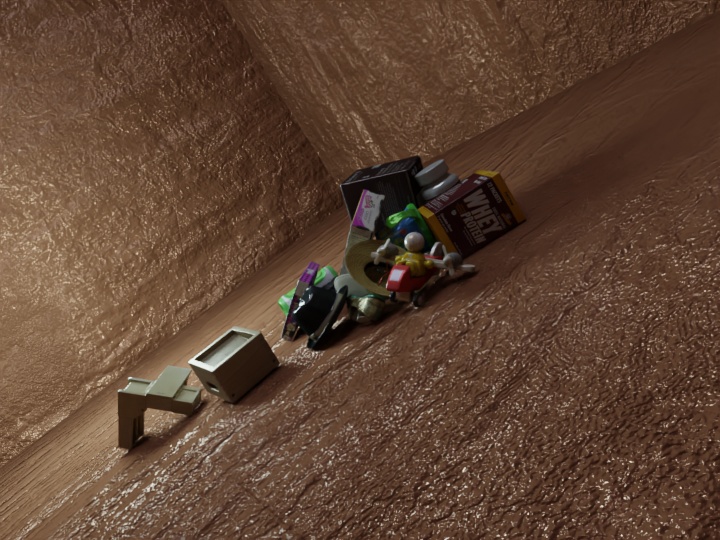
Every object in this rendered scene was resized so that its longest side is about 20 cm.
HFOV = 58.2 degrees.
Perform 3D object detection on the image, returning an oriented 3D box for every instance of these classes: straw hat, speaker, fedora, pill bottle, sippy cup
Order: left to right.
[{"bbox_3d":[-0.158,0.070,2.037,0.200,0.089,0.088,-35,11,-14],"label":"speaker"},{"bbox_3d":[-0.111,0.096,1.599,0.201,0.091,0.201,-56,9,14],"label":"fedora"},{"bbox_3d":[0.051,0.023,1.541,0.201,0.201,0.085,-43,-21,-44],"label":"straw hat"},{"bbox_3d":[0.113,-0.084,1.683,0.130,0.178,0.140,-30,24,3],"label":"sippy cup"},{"bbox_3d":[0.236,-0.193,1.757,0.109,0.200,0.110,-31,11,7],"label":"pill bottle"}]

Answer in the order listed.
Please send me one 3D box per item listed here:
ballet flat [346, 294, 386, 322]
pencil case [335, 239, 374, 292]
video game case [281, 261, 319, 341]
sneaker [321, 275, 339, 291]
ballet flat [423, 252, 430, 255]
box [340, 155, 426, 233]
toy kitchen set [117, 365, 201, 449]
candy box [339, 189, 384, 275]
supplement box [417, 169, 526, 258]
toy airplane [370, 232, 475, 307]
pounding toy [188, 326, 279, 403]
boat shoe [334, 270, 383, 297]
[{"bbox_3d":[0.004,0.093,1.549,0.071,0.071,0.200,-36,9,-16],"label":"ballet flat"},{"bbox_3d":[0.000,0.000,1.786,0.086,0.084,0.200,107,-176,-50],"label":"pencil case"},{"bbox_3d":[-0.171,0.085,1.861,0.200,0.036,0.182,-71,-1,-74],"label":"video game case"},{"bbox_3d":[-0.085,0.071,1.842,0.114,0.076,0.199,-37,4,12],"label":"sneaker"},{"bbox_3d":[0.132,-0.011,1.664,0.067,0.046,0.200,-38,12,-30],"label":"ballet flat"},{"bbox_3d":[0.078,-0.209,1.831,0.199,0.165,0.166,-9,20,22],"label":"box"},{"bbox_3d":[-0.540,0.381,1.788,0.199,0.181,0.163,8,19,2],"label":"toy kitchen set"},{"bbox_3d":[0.003,-0.088,1.672,0.200,0.061,0.137,106,-179,-49],"label":"candy box"},{"bbox_3d":[0.269,-0.140,1.611,0.200,0.133,0.197,-32,11,4],"label":"supplement box"},{"bbox_3d":[0.135,-0.024,1.446,0.199,0.141,0.199,-12,25,-6],"label":"toy airplane"},{"bbox_3d":[-0.314,0.242,1.664,0.184,0.142,0.200,-39,23,-29],"label":"pounding toy"},{"bbox_3d":[0.029,0.034,1.651,0.200,0.067,0.057,-3,8,31],"label":"boat shoe"}]
